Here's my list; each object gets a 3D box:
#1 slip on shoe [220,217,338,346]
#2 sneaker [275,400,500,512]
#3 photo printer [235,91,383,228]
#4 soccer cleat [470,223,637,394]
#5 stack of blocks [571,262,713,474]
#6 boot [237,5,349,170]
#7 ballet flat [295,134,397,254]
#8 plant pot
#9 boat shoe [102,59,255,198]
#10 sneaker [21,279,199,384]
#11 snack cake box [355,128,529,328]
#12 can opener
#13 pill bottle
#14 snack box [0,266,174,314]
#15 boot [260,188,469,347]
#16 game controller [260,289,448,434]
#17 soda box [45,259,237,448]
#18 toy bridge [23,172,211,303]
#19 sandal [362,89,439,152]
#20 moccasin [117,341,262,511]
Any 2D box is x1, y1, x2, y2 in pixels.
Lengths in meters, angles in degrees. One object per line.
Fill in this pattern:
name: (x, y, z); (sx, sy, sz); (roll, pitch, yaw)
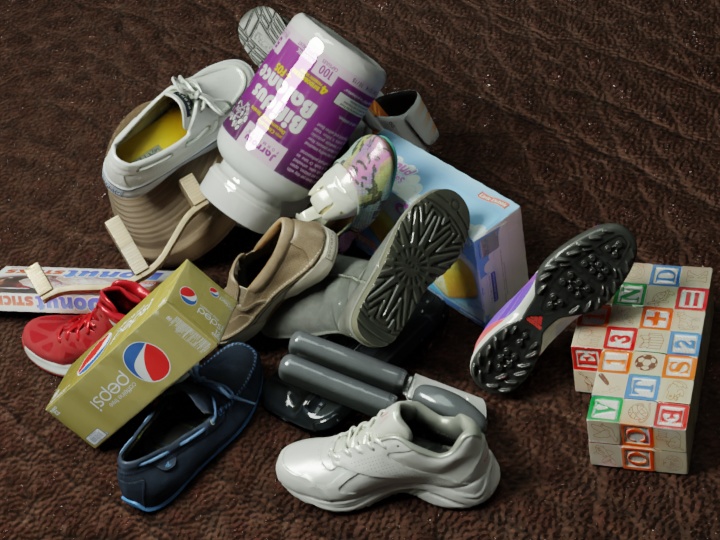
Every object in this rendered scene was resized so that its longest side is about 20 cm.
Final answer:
slip on shoe: (-0.101, 0.009, 1.506); (0.199, 0.060, 0.077); (-32, 44, 45)
sneaker: (0.019, 0.151, 1.367); (0.197, 0.100, 0.078); (-5, 41, 9)
photo printer: (-0.065, -0.120, 1.714); (0.164, 0.070, 0.201); (1, 43, 15)
soccer cleat: (0.171, 0.025, 1.428); (0.200, 0.068, 0.073); (-50, 12, 22)
stack of blocks: (0.249, 0.083, 1.415); (0.114, 0.059, 0.201); (3, 44, 18)
boot: (-0.055, -0.187, 1.663); (0.067, 0.202, 0.131); (-26, -4, 11)
ballet flat: (-0.024, -0.064, 1.541); (0.071, 0.200, 0.070); (-17, 74, -25)
plant pot: (-0.204, -0.114, 1.659); (0.199, 0.092, 0.203); (-22, 53, 32)
boat shoe: (-0.176, -0.159, 1.561); (0.202, 0.086, 0.075); (-39, 78, -26)
sneaker: (-0.256, 0.047, 1.542); (0.198, 0.116, 0.079); (6, 44, 21)
snack cake box: (0.073, -0.044, 1.559); (0.067, 0.116, 0.199); (-35, 45, -24)
can opener: (0.024, 0.103, 1.422); (0.198, 0.067, 0.053); (19, 58, 9)
pill bottle: (-0.071, -0.141, 1.543); (0.201, 0.112, 0.112); (-56, 45, 9)
snack box: (-0.296, 0.021, 1.636); (0.198, 0.025, 0.072); (2, 22, 16)
boot: (-0.001, -0.002, 1.498); (0.182, 0.073, 0.200); (-51, 19, -16)
game controller: (-0.006, 0.079, 1.510); (0.104, 0.042, 0.200); (12, 45, 46)
soda box: (-0.202, 0.078, 1.444); (0.200, 0.064, 0.068); (-39, 19, 33)
toy bridge: (-0.230, -0.021, 1.558); (0.199, 0.027, 0.068); (-31, 83, -11)
sandal: (0.033, -0.170, 1.646); (0.059, 0.207, 0.079); (-38, 27, 14)
moccasin: (-0.152, 0.134, 1.455); (0.080, 0.069, 0.201); (11, 46, 25)
